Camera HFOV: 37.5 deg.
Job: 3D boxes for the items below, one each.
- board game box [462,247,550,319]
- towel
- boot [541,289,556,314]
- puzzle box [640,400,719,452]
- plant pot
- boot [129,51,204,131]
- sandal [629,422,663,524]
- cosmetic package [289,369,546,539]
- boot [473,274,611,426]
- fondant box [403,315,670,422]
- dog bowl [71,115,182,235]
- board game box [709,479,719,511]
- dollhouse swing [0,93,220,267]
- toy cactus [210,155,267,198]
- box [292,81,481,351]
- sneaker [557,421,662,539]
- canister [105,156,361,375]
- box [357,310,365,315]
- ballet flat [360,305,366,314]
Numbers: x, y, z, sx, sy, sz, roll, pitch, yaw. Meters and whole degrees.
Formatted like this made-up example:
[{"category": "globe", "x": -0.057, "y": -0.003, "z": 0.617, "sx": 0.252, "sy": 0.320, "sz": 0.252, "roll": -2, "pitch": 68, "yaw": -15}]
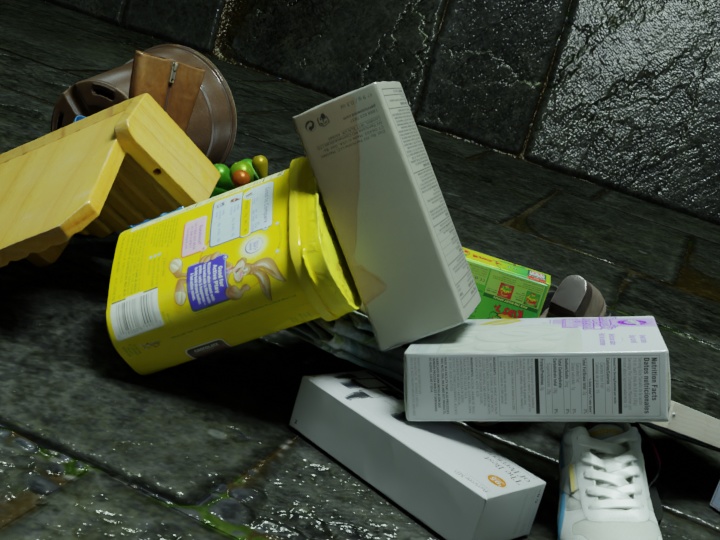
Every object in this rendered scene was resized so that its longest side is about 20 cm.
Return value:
[{"category": "board game box", "x": 0.107, "y": 0.027, "z": 1.215, "sx": 0.198, "sy": 0.102, "sz": 0.048, "roll": 18, "pitch": 16, "yaw": 6}, {"category": "towel", "x": -0.016, "y": 0.052, "z": 0.991, "sx": 0.170, "sy": 0.048, "sz": 0.199, "roll": 24, "pitch": -2, "yaw": 40}, {"category": "boot", "x": 0.183, "y": 0.038, "z": 1.380, "sx": 0.186, "sy": 0.069, "sz": 0.200, "roll": 3, "pitch": 11, "yaw": -18}, {"category": "puzzle box", "x": 0.298, "y": 0.143, "z": 1.007, "sx": 0.199, "sy": 0.026, "sz": 0.133, "roll": 23, "pitch": -6, "yaw": -36}, {"category": "plant pot", "x": -0.302, "y": -0.197, "z": 1.442, "sx": 0.199, "sy": 0.202, "sz": 0.198, "roll": 21, "pitch": 23, "yaw": 16}, {"category": "boot", "x": -0.269, "y": -0.153, "z": 1.244, "sx": 0.068, "sy": 0.202, "sz": 0.187, "roll": 29, "pitch": 19, "yaw": 36}, {"category": "sandal", "x": 0.240, "y": 0.169, "z": 0.959, "sx": 0.074, "sy": 0.045, "sz": 0.200, "roll": 15, "pitch": 15, "yaw": 1}, {"category": "cosmetic package", "x": 0.041, "y": 0.143, "z": 0.838, "sx": 0.199, "sy": 0.051, "sz": 0.082, "roll": 29, "pitch": 20, "yaw": 38}, {"category": "boot", "x": 0.182, "y": 0.094, "z": 1.068, "sx": 0.070, "sy": 0.200, "sz": 0.146, "roll": 38, "pitch": -12, "yaw": 25}, {"category": "fondant box", "x": 0.143, "y": 0.077, "z": 0.863, "sx": 0.198, "sy": 0.059, "sz": 0.144, "roll": 0, "pitch": 8, "yaw": 11}, {"category": "dog bowl", "x": -0.258, "y": -0.082, "z": 1.159, "sx": 0.200, "sy": 0.049, "sz": 0.112, "roll": 44, "pitch": 12, "yaw": -45}, {"category": "board game box", "x": 0.408, "y": 0.159, "z": 0.876, "sx": 0.041, "sy": 0.201, "sz": 0.200, "roll": 6, "pitch": 19, "yaw": -34}, {"category": "dollhouse swing", "x": -0.257, "y": -0.039, "z": 0.983, "sx": 0.182, "sy": 0.198, "sz": 0.177, "roll": 49, "pitch": 30, "yaw": -47}, {"category": "toy cactus", "x": -0.104, "y": -0.059, "z": 1.186, "sx": 0.164, "sy": 0.103, "sz": 0.200, "roll": 30, "pitch": 8, "yaw": -19}, {"category": "box", "x": 0.025, "y": -0.047, "z": 0.870, "sx": 0.077, "sy": 0.202, "sz": 0.095, "roll": -20, "pitch": 3, "yaw": 17}, {"category": "sneaker", "x": 0.185, "y": 0.166, "z": 0.812, "sx": 0.076, "sy": 0.082, "sz": 0.200, "roll": -1, "pitch": 19, "yaw": 2}, {"category": "canister", "x": -0.107, "y": -0.004, "z": 0.893, "sx": 0.198, "sy": 0.087, "sz": 0.149, "roll": -19, "pitch": 44, "yaw": 15}, {"category": "box", "x": -0.075, "y": 0.007, "z": 1.198, "sx": 0.157, "sy": 0.049, "sz": 0.200, "roll": 10, "pitch": 16, "yaw": -23}, {"category": "ballet flat", "x": 0.000, "y": 0.000, "z": 1.097, "sx": 0.199, "sy": 0.063, "sz": 0.069, "roll": 37, "pitch": 51, "yaw": -4}]
